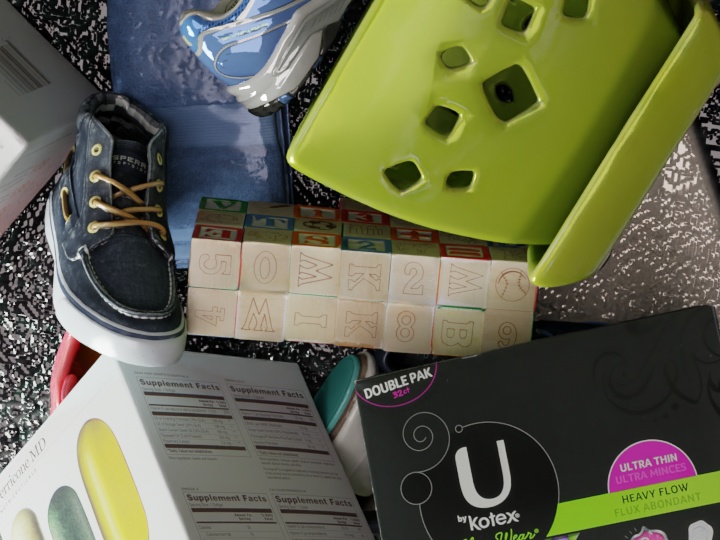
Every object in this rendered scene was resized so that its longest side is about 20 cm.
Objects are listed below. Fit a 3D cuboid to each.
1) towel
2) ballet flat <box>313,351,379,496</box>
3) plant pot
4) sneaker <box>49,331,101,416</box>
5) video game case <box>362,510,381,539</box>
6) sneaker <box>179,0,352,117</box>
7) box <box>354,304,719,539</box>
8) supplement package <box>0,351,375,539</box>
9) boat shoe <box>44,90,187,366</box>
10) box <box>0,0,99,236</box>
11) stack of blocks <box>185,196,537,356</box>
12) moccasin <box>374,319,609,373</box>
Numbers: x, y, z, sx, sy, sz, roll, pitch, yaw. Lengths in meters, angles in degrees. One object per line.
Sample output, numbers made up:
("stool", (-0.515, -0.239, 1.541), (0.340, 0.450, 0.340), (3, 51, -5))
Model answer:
("towel", (-0.098, -0.101, 1.196), (0.110, 0.049, 0.202), (0, 104, 12))
("ballet flat", (-0.027, 0.138, 1.237), (0.069, 0.069, 0.201), (35, 112, 2))
("plant pot", (0.089, -0.116, 1.080), (0.180, 0.199, 0.201), (30, 106, -3))
("sneaker", (-0.176, 0.092, 1.239), (0.073, 0.087, 0.202), (12, 106, 10))
("video game case", (0.097, 0.214, 1.189), (0.198, 0.019, 0.144), (-2, 108, 11))
("sneaker", (-0.027, -0.189, 1.117), (0.077, 0.076, 0.201), (34, 83, -18))
("box", (0.113, 0.119, 1.068), (0.198, 0.124, 0.150), (-13, 77, 7))
("supplement package", (-0.096, 0.172, 1.138), (0.152, 0.150, 0.201), (-46, 54, 30))
("boat shoe", (-0.138, -0.029, 1.107), (0.070, 0.201, 0.092), (7, 115, -24))
("box", (-0.272, -0.056, 1.189), (0.106, 0.152, 0.200), (43, 107, -1))
("stack of blocks", (0.000, 0.000, 1.143), (0.198, 0.115, 0.059), (4, 106, -3))
("moccasin", (0.104, 0.071, 1.182), (0.198, 0.068, 0.081), (4, 104, 9))
